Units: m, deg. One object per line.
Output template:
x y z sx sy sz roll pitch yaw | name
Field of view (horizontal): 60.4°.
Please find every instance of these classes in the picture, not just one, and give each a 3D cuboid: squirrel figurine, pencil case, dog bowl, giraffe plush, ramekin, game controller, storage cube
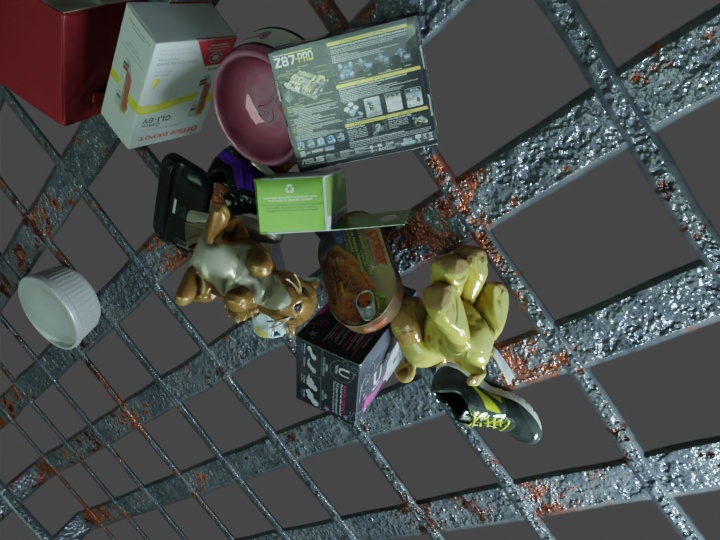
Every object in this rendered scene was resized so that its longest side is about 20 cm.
-0.153 0.014 0.891 0.184 0.144 0.200 24 172 -13 | squirrel figurine
-0.168 0.020 1.094 0.081 0.091 0.204 -4 117 5 | pencil case
-0.134 -0.246 0.916 0.197 0.074 0.203 17 126 24 | dog bowl
0.115 0.081 0.902 0.160 0.171 0.204 -14 99 44 | giraffe plush
-0.720 0.082 1.498 0.199 0.094 0.206 16 126 23 | ramekin
-0.335 -0.121 1.160 0.103 0.042 0.202 25 131 -1 | game controller
-0.466 -0.373 0.989 0.198 0.171 0.182 32 130 12 | storage cube

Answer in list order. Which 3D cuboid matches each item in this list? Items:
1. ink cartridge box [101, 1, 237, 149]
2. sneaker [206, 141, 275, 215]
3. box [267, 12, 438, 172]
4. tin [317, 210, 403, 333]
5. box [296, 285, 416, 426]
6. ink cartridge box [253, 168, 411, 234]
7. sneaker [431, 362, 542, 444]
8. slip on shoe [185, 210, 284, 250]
-0.290 -0.293 0.933 0.084 0.144 0.200 50 134 12 | ink cartridge box
-0.166 -0.115 0.993 0.199 0.100 0.070 39 155 10 | sneaker
-0.007 -0.229 0.813 0.196 0.049 0.164 -10 117 11 | box
0.000 0.000 0.922 0.111 0.203 0.042 -30 141 19 | tin
-0.003 0.117 0.976 0.113 0.200 0.134 20 128 22 | box
-0.032 -0.103 0.870 0.196 0.148 0.077 -3 102 9 | ink cartridge box
0.195 0.226 0.994 0.198 0.085 0.075 32 132 12 | sneaker
-0.206 -0.054 0.989 0.197 0.076 0.062 10 81 28 | slip on shoe
